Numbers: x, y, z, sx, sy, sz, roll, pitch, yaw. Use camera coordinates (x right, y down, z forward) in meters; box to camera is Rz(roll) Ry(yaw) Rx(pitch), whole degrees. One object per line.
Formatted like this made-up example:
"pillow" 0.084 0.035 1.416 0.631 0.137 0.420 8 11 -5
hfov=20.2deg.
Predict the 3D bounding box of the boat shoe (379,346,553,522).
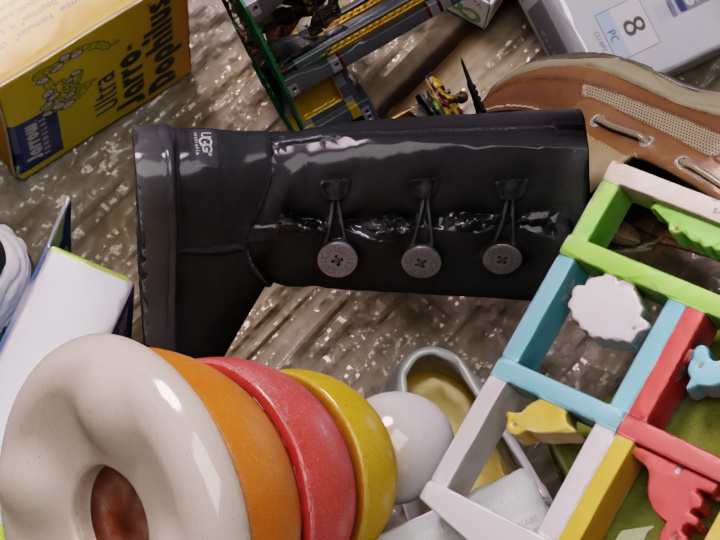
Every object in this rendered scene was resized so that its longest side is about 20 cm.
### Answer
"boat shoe" 0.065 0.123 0.908 0.074 0.086 0.202 -18 71 -9

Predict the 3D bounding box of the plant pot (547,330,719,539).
"plant pot" 0.193 0.092 0.885 0.192 0.200 0.201 -25 73 1

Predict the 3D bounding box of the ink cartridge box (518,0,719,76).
"ink cartridge box" 0.162 -0.190 1.026 0.200 0.047 0.160 -26 86 -16

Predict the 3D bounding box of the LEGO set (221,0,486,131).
"LEGO set" 0.001 -0.130 0.932 0.116 0.200 0.154 -30 38 -3

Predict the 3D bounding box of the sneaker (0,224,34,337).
"sneaker" -0.245 -0.023 0.931 0.200 0.079 0.074 10 68 28

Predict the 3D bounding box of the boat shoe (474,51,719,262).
"boat shoe" 0.126 -0.048 0.934 0.200 0.076 0.074 13 51 44

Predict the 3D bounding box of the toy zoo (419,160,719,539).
"toy zoo" 0.111 0.063 0.827 0.131 0.020 0.200 24 79 34

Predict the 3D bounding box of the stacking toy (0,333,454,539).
"stacking toy" -0.032 0.085 0.823 0.200 0.146 0.146 -11 67 -42

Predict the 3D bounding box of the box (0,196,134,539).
"box" -0.151 0.080 0.893 0.048 0.122 0.200 23 71 -1

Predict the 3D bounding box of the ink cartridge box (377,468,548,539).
"ink cartridge box" 0.041 0.209 0.870 0.162 0.050 0.200 -24 82 -4

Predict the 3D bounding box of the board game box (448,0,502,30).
"board game box" 0.012 -0.228 1.061 0.200 0.035 0.126 31 72 8

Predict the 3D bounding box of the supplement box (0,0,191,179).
"supplement box" -0.182 -0.166 0.989 0.109 0.109 0.200 -34 76 -14

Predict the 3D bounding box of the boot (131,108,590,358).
"boot" 0.000 -0.001 0.916 0.199 0.165 0.066 -4 48 -8
